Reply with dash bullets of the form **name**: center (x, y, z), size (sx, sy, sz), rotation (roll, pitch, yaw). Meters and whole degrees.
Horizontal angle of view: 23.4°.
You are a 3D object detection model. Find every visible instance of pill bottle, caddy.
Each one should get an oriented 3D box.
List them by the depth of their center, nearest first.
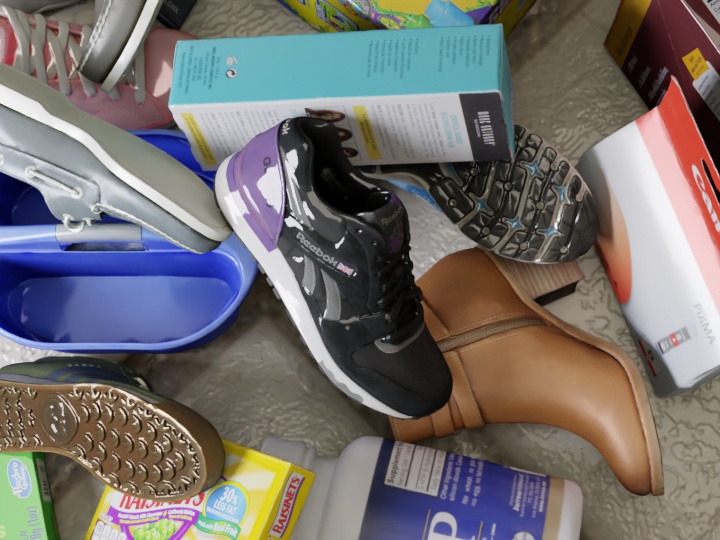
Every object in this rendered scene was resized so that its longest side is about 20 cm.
- **pill bottle**: center (0.029, 0.168, 1.076), size (0.199, 0.120, 0.120), rotation (12, 81, 4)
- **caddy**: center (-0.160, -0.017, 1.119), size (0.199, 0.105, 0.142), rotation (-1, 81, 1)

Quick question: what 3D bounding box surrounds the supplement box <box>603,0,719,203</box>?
- **supplement box**: center (0.271, -0.124, 1.081), size (0.132, 0.197, 0.200), rotation (-33, 82, -4)

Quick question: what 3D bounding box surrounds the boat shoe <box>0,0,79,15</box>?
- **boat shoe**: center (-0.256, -0.197, 1.171), size (0.199, 0.074, 0.061), rotation (-24, 70, 4)

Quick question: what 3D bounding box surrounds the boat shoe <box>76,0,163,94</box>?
- **boat shoe**: center (-0.140, -0.212, 1.092), size (0.060, 0.072, 0.203), rotation (21, 100, -16)

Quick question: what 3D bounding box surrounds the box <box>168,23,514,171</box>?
- **box**: center (-0.009, -0.103, 1.051), size (0.199, 0.082, 0.049), rotation (-2, 64, 10)

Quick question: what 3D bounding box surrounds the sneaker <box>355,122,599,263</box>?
- **sneaker**: center (0.069, -0.070, 1.127), size (0.199, 0.090, 0.079), rotation (30, 99, 17)

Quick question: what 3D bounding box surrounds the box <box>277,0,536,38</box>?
- **box**: center (0.038, -0.244, 1.147), size (0.192, 0.122, 0.200), rotation (37, 83, 8)

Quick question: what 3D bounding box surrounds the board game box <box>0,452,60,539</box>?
- **board game box**: center (-0.290, 0.209, 1.117), size (0.199, 0.040, 0.154), rotation (-13, 80, -1)

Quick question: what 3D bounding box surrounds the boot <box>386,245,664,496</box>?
- **boot**: center (0.093, 0.079, 1.107), size (0.155, 0.077, 0.201), rotation (-24, 76, -7)

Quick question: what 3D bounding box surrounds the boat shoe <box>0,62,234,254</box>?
- **boat shoe**: center (-0.168, -0.058, 1.063), size (0.199, 0.073, 0.062), rotation (32, 106, 10)

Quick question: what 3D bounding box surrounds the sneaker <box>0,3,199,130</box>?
- **sneaker**: center (-0.197, -0.132, 1.143), size (0.199, 0.105, 0.076), rotation (-3, 78, 0)

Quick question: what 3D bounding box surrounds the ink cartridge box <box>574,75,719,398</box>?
- **ink cartridge box**: center (0.187, -0.012, 1.062), size (0.050, 0.200, 0.163), rotation (-21, 80, -2)

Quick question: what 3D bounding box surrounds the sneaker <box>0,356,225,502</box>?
- **sneaker**: center (-0.151, 0.087, 1.082), size (0.199, 0.090, 0.068), rotation (9, 107, 31)

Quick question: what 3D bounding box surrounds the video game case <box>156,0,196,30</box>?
- **video game case**: center (-0.115, -0.280, 1.153), size (0.019, 0.143, 0.201), rotation (24, 80, 38)

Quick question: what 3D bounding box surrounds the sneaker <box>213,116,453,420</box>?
- **sneaker**: center (0.000, 0.000, 1.032), size (0.200, 0.087, 0.076), rotation (52, 42, -9)

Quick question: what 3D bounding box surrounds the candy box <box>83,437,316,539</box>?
- **candy box**: center (-0.103, 0.149, 1.057), size (0.026, 0.200, 0.103), rotation (31, 78, -31)
